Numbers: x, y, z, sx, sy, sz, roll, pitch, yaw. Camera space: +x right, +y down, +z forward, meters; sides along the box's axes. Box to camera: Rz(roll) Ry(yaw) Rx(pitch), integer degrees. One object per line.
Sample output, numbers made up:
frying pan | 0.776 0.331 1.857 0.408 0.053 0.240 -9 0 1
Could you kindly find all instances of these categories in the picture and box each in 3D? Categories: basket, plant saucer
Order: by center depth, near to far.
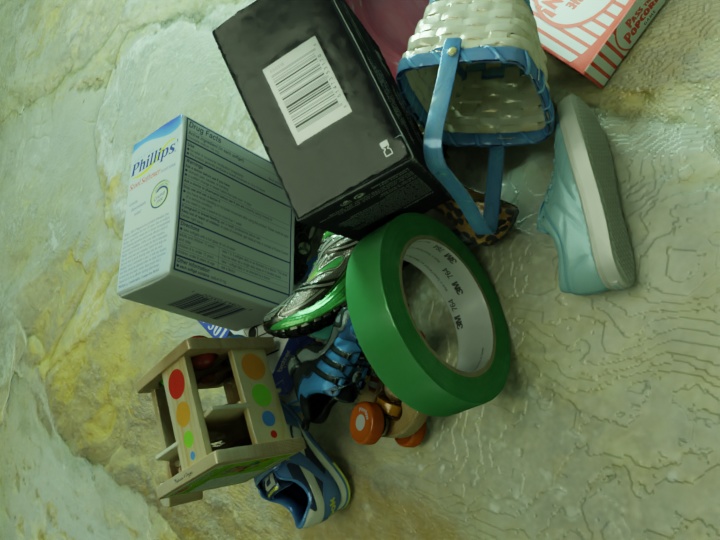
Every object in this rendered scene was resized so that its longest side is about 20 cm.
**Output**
basket | 0.111 -0.153 0.641 0.138 0.176 0.201 -1 68 25
plant saucer | 0.062 -0.290 0.766 0.200 0.201 0.051 1 53 44

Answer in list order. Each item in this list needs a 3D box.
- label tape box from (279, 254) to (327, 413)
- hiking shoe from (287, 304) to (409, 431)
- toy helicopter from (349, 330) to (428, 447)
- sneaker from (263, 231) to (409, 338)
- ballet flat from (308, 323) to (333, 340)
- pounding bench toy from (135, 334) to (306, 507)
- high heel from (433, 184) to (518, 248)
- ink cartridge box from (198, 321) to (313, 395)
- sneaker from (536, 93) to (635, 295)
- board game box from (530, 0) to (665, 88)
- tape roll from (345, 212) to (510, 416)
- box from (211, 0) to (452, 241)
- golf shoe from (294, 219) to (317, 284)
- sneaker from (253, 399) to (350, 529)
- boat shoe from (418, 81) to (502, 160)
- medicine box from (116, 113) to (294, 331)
label tape box | -0.092 0.086 0.912 0.143 0.066 0.201 -29 65 37
hiking shoe | -0.006 0.101 0.740 0.200 0.074 0.087 -45 48 40
toy helicopter | 0.030 0.101 0.789 0.133 0.079 0.200 -59 36 27
sneaker | -0.031 0.006 0.770 0.200 0.078 0.085 -38 79 -5
ballet flat | 0.000 0.000 0.830 0.072 0.072 0.201 31 92 42
pounding bench toy | -0.191 0.178 0.797 0.200 0.124 0.157 -37 63 34
high heel | 0.087 -0.115 0.740 0.142 0.071 0.201 -18 101 45
ink cartridge box | -0.146 0.071 0.891 0.200 0.044 0.094 35 104 43
sneaker | 0.203 -0.072 0.654 0.082 0.074 0.201 -18 68 38
board game box | 0.221 -0.307 0.699 0.152 0.046 0.200 -56 50 21
tape roll | 0.072 0.042 0.668 0.048 0.200 0.201 -29 63 36
box | -0.016 -0.144 0.648 0.117 0.200 0.197 -28 79 14
golf shoe | -0.088 -0.077 0.929 0.201 0.077 0.088 -67 15 -9
sneaker | -0.102 0.233 0.837 0.200 0.082 0.074 44 130 15
boat shoe | 0.086 -0.163 0.790 0.199 0.071 0.077 -4 91 43
medicine box | -0.177 -0.050 0.804 0.103 0.182 0.201 -19 62 35
